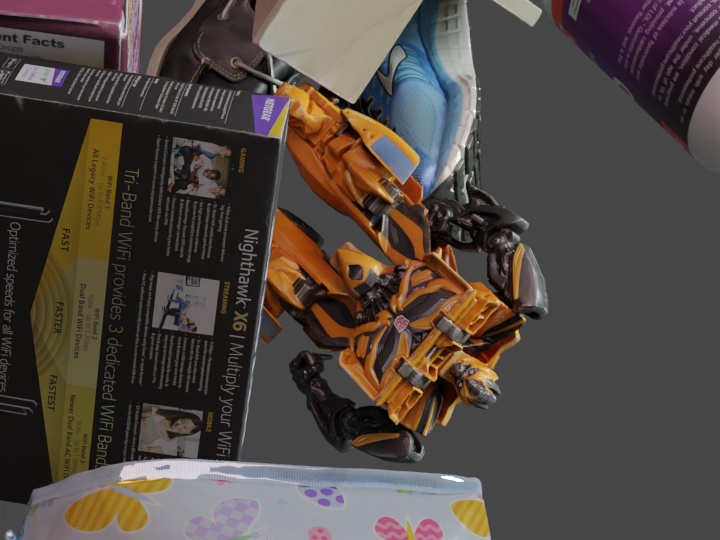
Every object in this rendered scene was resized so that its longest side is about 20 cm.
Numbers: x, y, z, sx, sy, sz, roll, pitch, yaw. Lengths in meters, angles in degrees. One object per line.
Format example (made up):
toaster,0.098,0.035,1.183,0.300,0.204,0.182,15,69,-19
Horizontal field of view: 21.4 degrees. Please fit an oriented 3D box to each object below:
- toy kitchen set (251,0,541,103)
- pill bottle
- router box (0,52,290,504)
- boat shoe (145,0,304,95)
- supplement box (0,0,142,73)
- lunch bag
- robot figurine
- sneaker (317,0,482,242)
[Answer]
toy kitchen set,-0.016,-0.201,1.039,0.199,0.164,0.180,28,10,-38
pill bottle,0.201,-0.133,1.098,0.112,0.113,0.200,-23,55,-27
router box,-0.121,0.011,0.852,0.156,0.201,0.052,9,24,-1
boat shoe,-0.067,-0.113,1.053,0.067,0.072,0.201,-12,38,31
supplement box,-0.161,-0.087,0.937,0.102,0.201,0.131,5,46,-4
lunch bag,-0.046,0.173,0.771,0.199,0.127,0.170,6,48,-17
robot figurine,0.000,0.000,0.943,0.145,0.058,0.200,-50,52,8
sneaker,0.022,-0.083,1.061,0.089,0.079,0.201,-4,39,0
